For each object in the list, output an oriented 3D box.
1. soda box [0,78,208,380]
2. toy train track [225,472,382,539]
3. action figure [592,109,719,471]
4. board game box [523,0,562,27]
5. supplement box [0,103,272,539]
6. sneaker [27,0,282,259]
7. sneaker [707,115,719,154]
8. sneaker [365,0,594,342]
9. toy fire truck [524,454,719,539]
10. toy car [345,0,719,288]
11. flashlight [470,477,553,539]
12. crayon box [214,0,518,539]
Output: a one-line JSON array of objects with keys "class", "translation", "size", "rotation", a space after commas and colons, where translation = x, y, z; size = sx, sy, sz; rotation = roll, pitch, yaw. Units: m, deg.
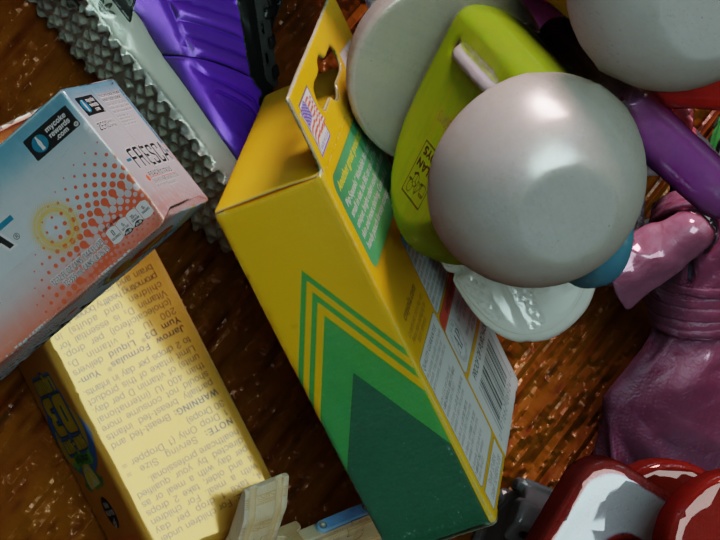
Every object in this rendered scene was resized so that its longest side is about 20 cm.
[{"class": "soda box", "translation": [-0.160, 0.011, 1.022], "size": [0.200, 0.064, 0.068], "rotation": [-39, 89, 15]}, {"class": "toy train track", "translation": [-0.012, 0.126, 1.095], "size": [0.200, 0.115, 0.033], "rotation": [-19, 53, -36]}, {"class": "action figure", "translation": [0.153, 0.018, 1.129], "size": [0.134, 0.149, 0.200], "rotation": [-29, 123, -44]}, {"class": "board game box", "translation": [0.099, -0.152, 1.136], "size": [0.200, 0.039, 0.158], "rotation": [-20, 68, 16]}, {"class": "supplement box", "translation": [-0.111, 0.031, 1.089], "size": [0.069, 0.067, 0.200], "rotation": [-30, 91, -20]}, {"class": "sneaker", "translation": [-0.063, -0.098, 1.122], "size": [0.099, 0.070, 0.200], "rotation": [-37, 95, -22]}, {"class": "sneaker", "translation": [0.254, -0.076, 1.217], "size": [0.200, 0.085, 0.078], "rotation": [-23, 90, -19]}, {"class": "sneaker", "translation": [0.058, -0.059, 1.099], "size": [0.077, 0.082, 0.200], "rotation": [-16, 72, 3]}, {"class": "toy fire truck", "translation": [0.147, 0.177, 1.065], "size": [0.200, 0.112, 0.168], "rotation": [32, 82, -11]}, {"class": "toy car", "translation": [0.099, -0.078, 0.984], "size": [0.150, 0.175, 0.200], "rotation": [28, 103, -28]}, {"class": "flashlight", "translation": [0.146, 0.158, 1.161], "size": [0.200, 0.068, 0.068], "rotation": [24, 109, -9]}, {"class": "crayon box", "translation": [0.000, 0.000, 1.054], "size": [0.052, 0.126, 0.200], "rotation": [-19, 111, 17]}]
